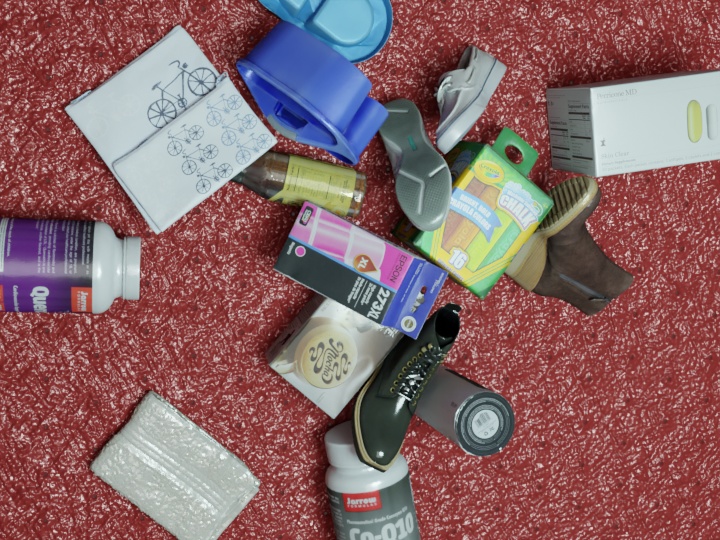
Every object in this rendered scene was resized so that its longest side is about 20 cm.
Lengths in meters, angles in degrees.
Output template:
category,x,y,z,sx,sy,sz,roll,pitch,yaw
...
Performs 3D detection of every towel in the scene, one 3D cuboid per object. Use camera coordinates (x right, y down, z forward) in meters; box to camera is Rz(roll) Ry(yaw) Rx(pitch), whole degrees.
category,x,y,z,sx,sy,sz,roll,pitch,yaw
towel,-0.240,0.267,1.402,0.200,0.034,0.133,41,89,-15

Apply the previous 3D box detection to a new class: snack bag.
category,x,y,z,sx,sy,sz,roll,pitch,yaw
snack bag,-0.232,-0.178,1.310,0.188,0.021,0.201,-37,87,-4

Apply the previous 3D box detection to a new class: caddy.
category,x,y,z,sx,sy,sz,roll,pitch,yaw
caddy,-0.064,-0.205,1.286,0.199,0.141,0.105,37,85,30

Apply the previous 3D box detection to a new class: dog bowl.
category,x,y,z,sx,sy,sz,roll,pitch,yaw
dog bowl,-0.053,-0.340,1.330,0.199,0.050,0.112,36,86,-14

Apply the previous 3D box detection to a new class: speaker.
category,x,y,z,sx,sy,sz,roll,pitch,yaw
speaker,0.124,0.176,1.377,0.080,0.200,0.082,-1,95,-14

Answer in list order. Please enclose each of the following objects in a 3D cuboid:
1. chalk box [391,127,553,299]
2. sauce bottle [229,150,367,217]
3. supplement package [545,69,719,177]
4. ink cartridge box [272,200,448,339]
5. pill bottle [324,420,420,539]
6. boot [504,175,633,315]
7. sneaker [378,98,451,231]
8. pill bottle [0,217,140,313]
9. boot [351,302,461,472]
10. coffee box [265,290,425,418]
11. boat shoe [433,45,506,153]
category,x,y,z,sx,sy,sz,roll,pitch,yaw
chalk box,0.155,-0.086,1.379,0.124,0.124,0.201,36,91,-15
sauce bottle,-0.093,-0.116,1.355,0.198,0.066,0.067,13,96,-7
supplement package,0.363,-0.194,1.388,0.198,0.156,0.112,-9,100,-10
ink cartridge box,0.000,0.000,1.321,0.199,0.037,0.095,27,97,2
pill bottle,0.015,0.307,1.420,0.113,0.114,0.202,-12,102,-9
boot,0.295,-0.029,1.409,0.165,0.073,0.200,24,135,-18
sneaker,0.075,-0.122,1.331,0.070,0.202,0.080,-19,142,6
pill bottle,-0.366,-0.005,1.290,0.198,0.112,0.114,2,99,-11
boot,0.060,0.139,1.340,0.077,0.138,0.201,27,51,-19
coffee box,-0.017,0.074,1.392,0.113,0.080,0.200,41,90,-12
boat shoe,0.122,-0.217,1.338,0.065,0.200,0.074,37,129,-5
